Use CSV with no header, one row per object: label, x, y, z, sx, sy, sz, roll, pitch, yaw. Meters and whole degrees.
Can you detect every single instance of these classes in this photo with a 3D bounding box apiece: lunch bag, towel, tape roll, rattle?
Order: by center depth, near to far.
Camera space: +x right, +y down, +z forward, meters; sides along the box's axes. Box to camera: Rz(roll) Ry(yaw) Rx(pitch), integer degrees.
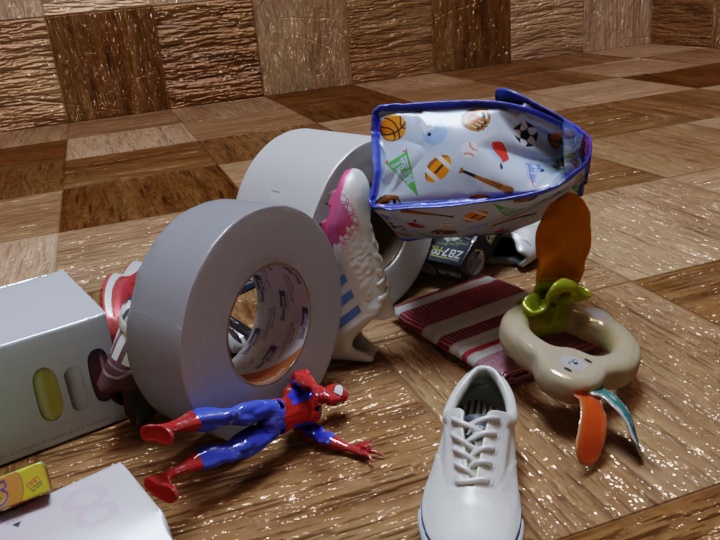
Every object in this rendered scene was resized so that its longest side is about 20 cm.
rattle,0.194,0.043,0.626,0.130,0.143,0.200,26,23,-2
tape roll,-0.100,0.041,0.644,0.066,0.201,0.200,9,26,35
lunch bag,0.121,-0.099,0.738,0.199,0.125,0.170,0,-6,14
towel,0.140,0.058,0.791,0.143,0.023,0.200,-16,23,-25
tape roll,-0.027,-0.061,0.887,0.202,0.204,0.139,-23,27,-39

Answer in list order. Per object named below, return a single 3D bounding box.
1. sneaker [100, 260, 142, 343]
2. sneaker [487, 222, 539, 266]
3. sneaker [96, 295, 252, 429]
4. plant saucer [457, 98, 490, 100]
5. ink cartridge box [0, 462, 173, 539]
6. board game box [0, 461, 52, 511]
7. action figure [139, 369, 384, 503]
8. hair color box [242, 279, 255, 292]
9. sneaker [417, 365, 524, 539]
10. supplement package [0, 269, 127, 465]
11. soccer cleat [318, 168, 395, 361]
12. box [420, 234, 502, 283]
sneaker,-0.228,0.027,0.882,0.115,0.079,0.200,-7,22,-2
sneaker,0.151,-0.050,1.001,0.199,0.075,0.087,7,30,32
sneaker,-0.170,0.094,0.709,0.076,0.116,0.200,33,5,32
plant saucer,0.275,-0.422,1.973,0.199,0.033,0.200,-5,21,2
ink cartridge box,-0.182,0.207,0.451,0.162,0.057,0.200,-19,20,-32
board game box,-0.318,0.180,0.517,0.199,0.030,0.095,-15,-8,-24
action figure,-0.057,0.123,0.581,0.099,0.066,0.200,5,11,35
hair color box,-0.130,-0.038,1.048,0.100,0.061,0.200,12,28,38
sneaker,0.078,0.136,0.535,0.073,0.071,0.200,-2,21,9
supplement package,-0.342,0.094,0.691,0.199,0.111,0.156,-19,25,-30
soccer cleat,0.000,0.000,0.737,0.086,0.201,0.070,16,27,10
box,0.098,-0.074,0.984,0.199,0.049,0.162,13,62,43
